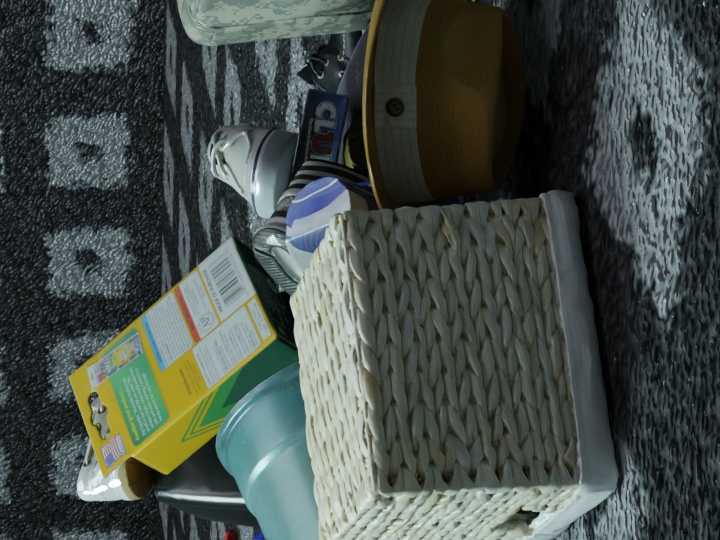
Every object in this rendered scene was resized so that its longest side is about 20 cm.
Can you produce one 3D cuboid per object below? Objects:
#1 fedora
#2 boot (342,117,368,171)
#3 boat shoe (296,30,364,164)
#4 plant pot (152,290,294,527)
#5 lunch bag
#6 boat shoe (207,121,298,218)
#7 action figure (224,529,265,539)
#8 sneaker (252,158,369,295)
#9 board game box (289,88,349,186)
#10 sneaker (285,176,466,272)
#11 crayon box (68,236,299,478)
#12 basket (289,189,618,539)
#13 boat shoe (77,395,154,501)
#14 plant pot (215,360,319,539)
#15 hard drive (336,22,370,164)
[{"bbox_3d":[0.062,-0.114,1.275,0.201,0.081,0.202,3,-90,-72],"label":"fedora"},{"bbox_3d":[0.000,0.000,1.554,0.200,0.066,0.176,-55,49,49],"label":"boot"},{"bbox_3d":[-0.029,-0.175,1.812,0.075,0.066,0.200,-124,34,-69],"label":"boat shoe"},{"bbox_3d":[-0.089,0.141,1.744,0.200,0.177,0.200,48,-146,-70],"label":"plant pot"},{"bbox_3d":[-0.060,-0.281,1.635,0.168,0.199,0.140,142,122,-80],"label":"lunch bag"},{"bbox_3d":[-0.089,-0.087,1.528,0.200,0.069,0.071,-88,9,-80],"label":"boat shoe"},{"bbox_3d":[-0.081,0.259,1.492,0.200,0.065,0.099,-26,-85,-85],"label":"action figure"},{"bbox_3d":[-0.004,-0.007,1.453,0.116,0.075,0.201,-62,-35,-28],"label":"sneaker"},{"bbox_3d":[-0.039,-0.078,1.597,0.200,0.034,0.136,-110,30,-87],"label":"board game box"},{"bbox_3d":[0.019,-0.044,1.382,0.080,0.199,0.116,-17,64,31],"label":"sneaker"},{"bbox_3d":[-0.150,0.082,1.648,0.052,0.200,0.126,37,-160,-46],"label":"crayon box"},{"bbox_3d":[0.054,0.075,1.241,0.198,0.160,0.201,121,143,-68],"label":"basket"},{"bbox_3d":[-0.219,0.131,1.741,0.200,0.069,0.071,-80,-27,-54],"label":"boat shoe"},{"bbox_3d":[0.012,0.189,1.434,0.201,0.199,0.197,102,153,-52],"label":"plant pot"},{"bbox_3d":[0.019,-0.131,1.650,0.200,0.042,0.136,125,141,-70],"label":"hard drive"}]
